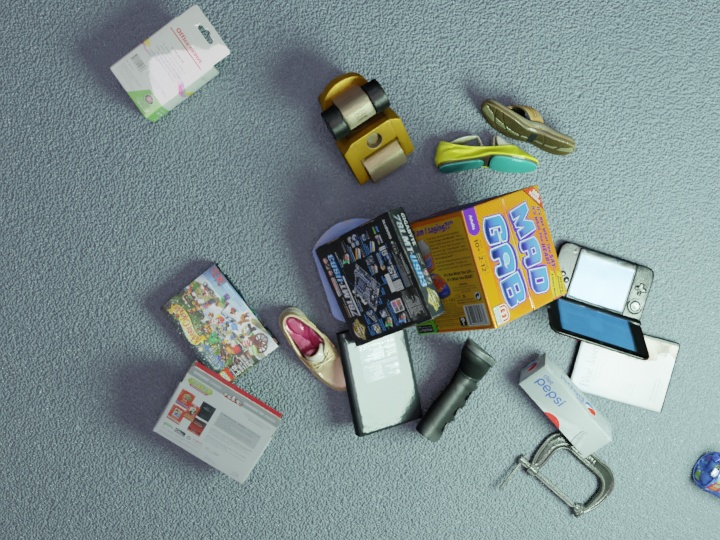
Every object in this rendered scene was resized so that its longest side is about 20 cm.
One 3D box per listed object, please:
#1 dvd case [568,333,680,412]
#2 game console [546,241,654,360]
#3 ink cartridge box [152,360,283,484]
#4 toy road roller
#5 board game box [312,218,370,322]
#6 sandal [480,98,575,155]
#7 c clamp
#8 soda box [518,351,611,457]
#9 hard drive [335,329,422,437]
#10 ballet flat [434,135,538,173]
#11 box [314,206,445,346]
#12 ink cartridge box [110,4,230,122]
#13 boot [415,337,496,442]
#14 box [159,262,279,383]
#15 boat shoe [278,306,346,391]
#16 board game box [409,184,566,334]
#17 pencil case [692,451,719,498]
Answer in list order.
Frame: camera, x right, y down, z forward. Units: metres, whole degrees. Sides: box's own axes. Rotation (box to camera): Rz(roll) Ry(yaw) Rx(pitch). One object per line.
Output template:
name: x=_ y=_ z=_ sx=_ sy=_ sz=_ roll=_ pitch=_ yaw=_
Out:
dvd case: x=0.520 y=0.188 z=1.494 sx=0.198 sy=0.018 sz=0.144 roll=15 pitch=94 yaw=-2
game console: x=0.463 y=0.054 z=1.434 sx=0.198 sy=0.119 sz=0.174 roll=17 pitch=93 yaw=-3
ink cartridge box: x=-0.256 y=0.269 z=1.413 sx=0.199 sy=0.084 sz=0.176 roll=32 pitch=114 yaw=-4
toy road roller: x=-0.001 y=-0.277 z=1.412 sx=0.122 sy=0.146 sz=0.201 roll=-32 pitch=131 yaw=0
board game box: x=0.000 y=0.000 z=1.456 sx=0.156 sy=0.039 sz=0.202 roll=-19 pitch=95 yaw=-5
sandal: x=0.320 y=-0.280 z=1.433 sx=0.198 sy=0.080 sz=0.055 roll=22 pitch=77 yaw=-5
c clamp: x=0.401 y=0.416 z=1.505 sx=0.199 sy=0.027 sz=0.172 roll=35 pitch=87 yaw=-2
soda box: x=0.397 y=0.261 z=1.463 sx=0.068 sy=0.063 sz=0.200 roll=-40 pitch=95 yaw=24
hard drive: x=0.038 y=0.203 z=1.451 sx=0.138 sy=0.033 sz=0.202 roll=-13 pitch=94 yaw=-22
ballet flat: x=0.240 y=-0.225 z=1.440 sx=0.197 sy=0.067 sz=0.068 roll=-1 pitch=73 yaw=0
box: x=0.031 y=0.016 z=1.344 sx=0.198 sy=0.049 sz=0.202 roll=-25 pitch=87 yaw=43
ink cartridge box: x=-0.346 y=-0.384 z=1.404 sx=0.199 sy=0.067 sz=0.118 roll=-36 pitch=94 yaw=2
boot: x=0.171 y=0.229 z=1.419 sx=0.066 sy=0.165 sz=0.200 roll=41 pitch=92 yaw=24
box: x=-0.269 y=0.107 z=1.452 sx=0.136 sy=0.038 sz=0.201 roll=-38 pitch=94 yaw=1
boat shoe: x=-0.086 y=0.157 z=1.446 sx=0.074 sy=0.069 sz=0.200 roll=-43 pitch=95 yaw=1
board game box: x=0.206 y=-0.016 z=1.342 sx=0.199 sy=0.199 sz=0.202 roll=-20 pitch=95 yaw=-36
pencil case: x=0.760 y=0.424 z=1.487 sx=0.198 sy=0.078 sz=0.087 roll=24 pitch=115 yaw=-4
